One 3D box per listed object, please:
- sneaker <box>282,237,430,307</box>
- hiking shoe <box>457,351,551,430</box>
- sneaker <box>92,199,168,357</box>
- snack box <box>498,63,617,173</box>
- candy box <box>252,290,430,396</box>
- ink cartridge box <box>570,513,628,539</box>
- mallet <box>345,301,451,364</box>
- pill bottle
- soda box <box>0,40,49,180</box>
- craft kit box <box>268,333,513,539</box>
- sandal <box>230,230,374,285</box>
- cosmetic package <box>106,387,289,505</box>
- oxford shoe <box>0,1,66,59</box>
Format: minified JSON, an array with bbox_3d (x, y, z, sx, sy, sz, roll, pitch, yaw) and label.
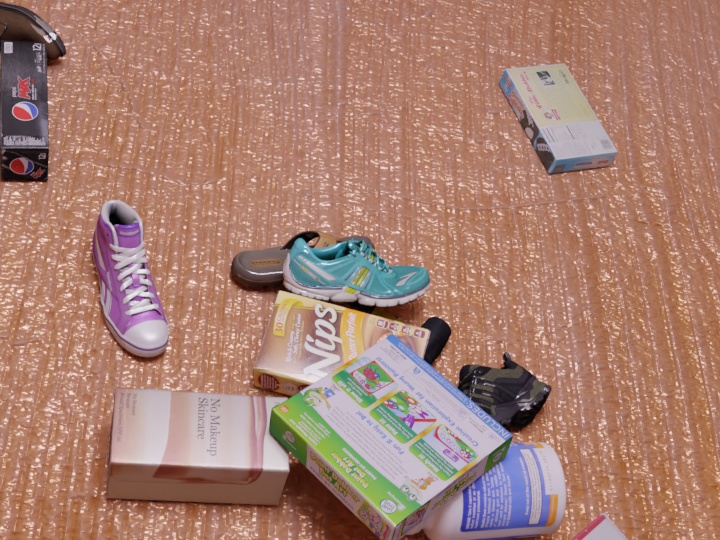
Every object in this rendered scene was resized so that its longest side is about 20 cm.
[{"bbox_3d":[0.000,0.000,1.462,0.199,0.080,0.078,4,19,-19],"label":"sneaker"},{"bbox_3d":[0.147,0.173,1.437,0.199,0.076,0.101,-22,54,-39],"label":"hiking shoe"},{"bbox_3d":[-0.288,0.003,1.404,0.072,0.114,0.201,-15,61,-27],"label":"sneaker"},{"bbox_3d":[0.314,-0.246,1.814,0.116,0.037,0.201,-9,57,-22],"label":"snack box"},{"bbox_3d":[-0.023,0.109,1.415,0.199,0.055,0.116,15,59,3],"label":"candy box"},{"bbox_3d":[0.204,0.367,1.217,0.145,0.200,0.083,-32,70,-33],"label":"ink cartridge box"},{"bbox_3d":[0.019,0.064,1.500,0.199,0.041,0.066,23,53,8],"label":"mallet"},{"bbox_3d":[0.130,0.261,1.331,0.199,0.112,0.113,0,54,-16],"label":"pill bottle"},{"bbox_3d":[-0.459,-0.219,1.548,0.063,0.071,0.201,1,54,-17],"label":"soda box"},{"bbox_3d":[0.034,0.183,1.277,0.197,0.049,0.200,-27,54,-37],"label":"craft kit box"},{"bbox_3d":[-0.074,-0.025,1.513,0.199,0.055,0.082,-4,34,-15],"label":"sandal"},{"bbox_3d":[-0.186,0.202,1.299,0.199,0.087,0.104,4,51,-14],"label":"cosmetic package"},{"bbox_3d":[-0.519,-0.343,1.636,0.199,0.073,0.085,25,66,6],"label":"oxford shoe"}]
